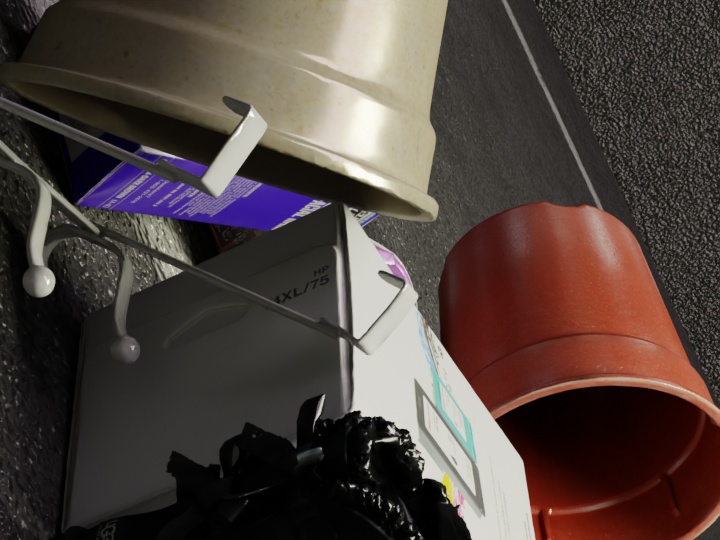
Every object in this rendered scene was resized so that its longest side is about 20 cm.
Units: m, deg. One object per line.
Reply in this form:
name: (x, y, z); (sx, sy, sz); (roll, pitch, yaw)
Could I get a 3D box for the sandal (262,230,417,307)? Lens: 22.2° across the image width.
sandal: (-0.003, -0.007, 1.122); (0.203, 0.050, 0.083); (12, 55, -68)

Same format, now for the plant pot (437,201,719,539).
plant pot: (0.137, 0.070, 1.240); (0.201, 0.201, 0.195); (53, 21, -40)

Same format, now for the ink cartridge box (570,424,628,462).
ink cartridge box: (0.165, 0.232, 1.305); (0.084, 0.145, 0.200); (41, 28, -57)

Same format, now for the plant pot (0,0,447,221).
plant pot: (-0.036, -0.138, 0.806); (0.200, 0.200, 0.184); (23, 83, -68)

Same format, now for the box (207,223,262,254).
box: (-0.023, 0.042, 1.153); (0.200, 0.040, 0.137); (67, 16, 2)

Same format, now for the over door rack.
over door rack: (-0.099, -0.015, 0.745); (0.148, 0.200, 0.067); (47, 59, -51)

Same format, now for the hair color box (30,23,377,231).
hair color box: (-0.074, -0.084, 1.004); (0.200, 0.065, 0.109); (6, 58, -45)

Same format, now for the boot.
boot: (-0.024, 0.148, 0.761); (0.198, 0.162, 0.073); (56, 20, -32)

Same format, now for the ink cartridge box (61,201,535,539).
ink cartridge box: (-0.023, 0.103, 0.865); (0.200, 0.147, 0.146); (54, 20, -35)
